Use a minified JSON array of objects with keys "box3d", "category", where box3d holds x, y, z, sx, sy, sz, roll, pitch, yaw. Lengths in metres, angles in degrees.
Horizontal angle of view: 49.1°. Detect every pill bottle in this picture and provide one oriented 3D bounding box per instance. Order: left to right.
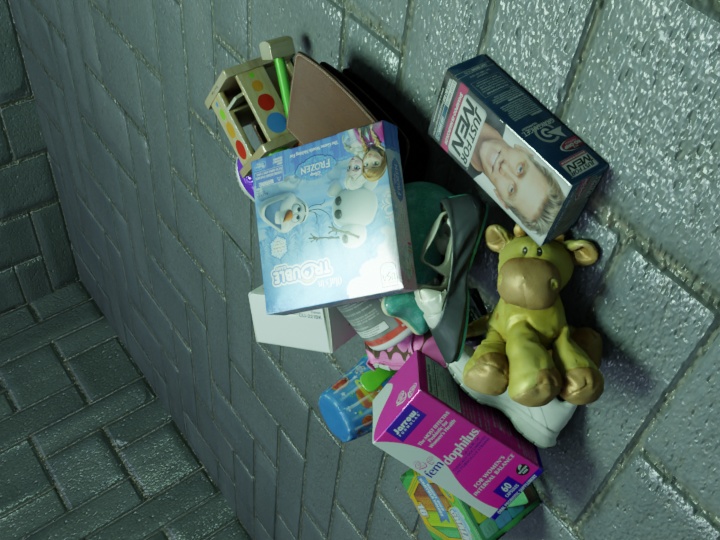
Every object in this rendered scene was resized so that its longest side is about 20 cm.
[{"box3d":[0.000,0.000,1.068,0.200,0.116,0.116,50,155,-14],"category":"pill bottle"}]

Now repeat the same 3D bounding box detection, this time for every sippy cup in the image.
[{"box3d":[0.001,0.233,1.402,0.139,0.130,0.179,28,137,48],"category":"sippy cup"}]

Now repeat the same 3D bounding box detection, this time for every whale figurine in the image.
[{"box3d":[0.080,-0.023,0.996,0.159,0.201,0.103,35,138,-30],"category":"whale figurine"}]

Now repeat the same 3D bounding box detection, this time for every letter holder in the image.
[{"box3d":[-0.001,-0.205,1.064,0.200,0.100,0.143,47,147,28],"category":"letter holder"}]

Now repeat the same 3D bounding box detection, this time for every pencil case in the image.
[{"box3d":[0.073,0.109,1.159,0.091,0.094,0.200,47,162,-9],"category":"pencil case"}]

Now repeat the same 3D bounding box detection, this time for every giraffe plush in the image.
[{"box3d":[0.200,0.036,0.901,0.200,0.171,0.164,-96,6,-63],"category":"giraffe plush"}]

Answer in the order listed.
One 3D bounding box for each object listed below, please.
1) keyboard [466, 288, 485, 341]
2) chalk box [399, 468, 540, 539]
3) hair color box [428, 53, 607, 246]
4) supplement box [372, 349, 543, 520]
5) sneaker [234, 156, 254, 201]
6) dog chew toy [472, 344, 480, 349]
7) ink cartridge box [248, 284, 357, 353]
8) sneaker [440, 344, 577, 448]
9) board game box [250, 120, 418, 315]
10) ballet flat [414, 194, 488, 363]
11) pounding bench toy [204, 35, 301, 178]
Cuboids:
[{"box3d":[0.113,0.050,1.170,0.200,0.020,0.128,-14,101,61],"category":"keyboard"},{"box3d":[0.174,0.333,1.195,0.126,0.123,0.200,61,153,3],"category":"chalk box"},{"box3d":[0.167,-0.135,0.873,0.200,0.060,0.100,49,150,24],"category":"hair color box"},{"box3d":[0.121,0.210,1.010,0.199,0.104,0.101,34,110,-11],"category":"supplement box"},{"box3d":[-0.150,-0.134,1.426,0.099,0.069,0.201,-17,103,55],"category":"sneaker"},{"box3d":[0.151,0.179,1.114,0.125,0.124,0.201,50,135,23],"category":"dog chew toy"},{"box3d":[-0.054,0.043,1.208,0.143,0.200,0.085,5,111,32],"category":"ink cartridge box"},{"box3d":[0.187,0.138,1.000,0.199,0.087,0.075,35,-167,-11],"category":"sneaker"},{"box3d":[-0.037,-0.058,0.961,0.198,0.043,0.201,-12,81,30],"category":"board game box"},{"box3d":[0.100,0.007,0.933,0.073,0.073,0.202,12,92,56],"category":"ballet flat"},{"box3d":[-0.132,-0.249,1.221,0.157,0.124,0.200,63,152,0],"category":"pounding bench toy"}]
